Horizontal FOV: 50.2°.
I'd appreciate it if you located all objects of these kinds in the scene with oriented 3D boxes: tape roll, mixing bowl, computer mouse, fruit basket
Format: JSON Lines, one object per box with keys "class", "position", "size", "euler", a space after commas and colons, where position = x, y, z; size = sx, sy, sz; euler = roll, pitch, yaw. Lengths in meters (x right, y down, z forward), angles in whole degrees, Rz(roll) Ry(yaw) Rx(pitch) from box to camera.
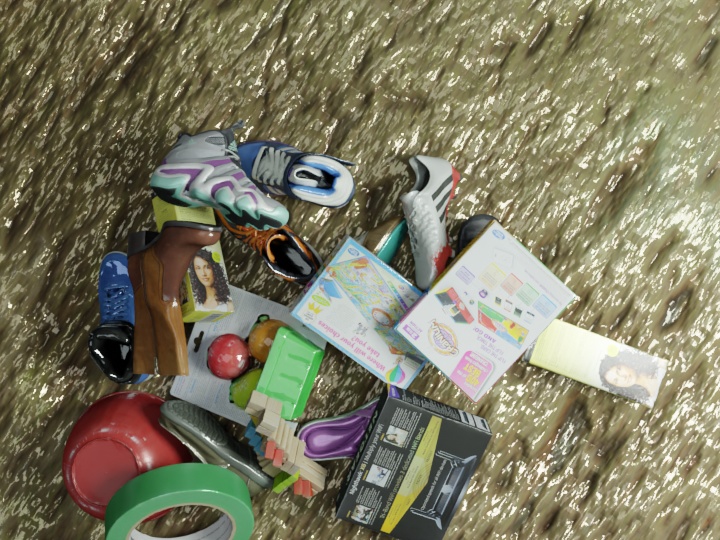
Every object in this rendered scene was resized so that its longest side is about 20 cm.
{"class": "tape roll", "position": [-0.250, 0.349, 1.067], "size": [0.200, 0.048, 0.201], "euler": [-10, 130, -12]}
{"class": "mixing bowl", "position": [-0.347, 0.280, 1.107], "size": [0.200, 0.108, 0.200], "euler": [0, 89, 3]}
{"class": "computer mouse", "position": [0.150, 0.021, 1.128], "size": [0.140, 0.046, 0.200], "euler": [-10, 99, -2]}
{"class": "fruit basket", "position": [-0.160, 0.131, 1.127], "size": [0.200, 0.094, 0.185], "euler": [19, 88, 19]}

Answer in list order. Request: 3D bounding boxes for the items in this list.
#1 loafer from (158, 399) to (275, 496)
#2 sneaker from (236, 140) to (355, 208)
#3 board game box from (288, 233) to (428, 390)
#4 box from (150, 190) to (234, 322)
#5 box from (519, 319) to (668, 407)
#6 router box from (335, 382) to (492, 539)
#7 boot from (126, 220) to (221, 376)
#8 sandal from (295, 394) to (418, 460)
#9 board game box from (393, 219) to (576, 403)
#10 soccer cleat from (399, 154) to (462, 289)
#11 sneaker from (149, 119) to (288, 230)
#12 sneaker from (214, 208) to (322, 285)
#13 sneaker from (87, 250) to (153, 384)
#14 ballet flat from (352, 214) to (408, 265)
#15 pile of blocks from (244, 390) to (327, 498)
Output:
{"class": "loafer", "position": [-0.216, 0.265, 1.106], "size": [0.200, 0.075, 0.070], "euler": [41, 97, -10]}
{"class": "sneaker", "position": [-0.103, -0.145, 1.091], "size": [0.200, 0.146, 0.081], "euler": [20, 89, 3]}
{"class": "board game box", "position": [0.020, 0.062, 1.075], "size": [0.200, 0.034, 0.134], "euler": [37, 94, -14]}
{"class": "box", "position": [-0.241, -0.027, 1.104], "size": [0.050, 0.075, 0.200], "euler": [-27, 71, 34]}
{"class": "box", "position": [0.327, 0.126, 1.097], "size": [0.200, 0.050, 0.075], "euler": [19, 88, -2]}
{"class": "router box", "position": [0.072, 0.279, 1.084], "size": [0.157, 0.052, 0.200], "euler": [22, 102, -6]}
{"class": "boot", "position": [-0.248, 0.040, 1.014], "size": [0.188, 0.068, 0.200], "euler": [-9, 81, 34]}
{"class": "sandal", "position": [0.004, 0.238, 1.121], "size": [0.203, 0.050, 0.083], "euler": [-19, 87, 1]}
{"class": "board game box", "position": [0.166, 0.055, 1.041], "size": [0.153, 0.040, 0.200], "euler": [43, 92, -1]}
{"class": "soccer cleat", "position": [0.091, -0.072, 1.098], "size": [0.085, 0.069, 0.200], "euler": [19, 72, -25]}
{"class": "sneaker", "position": [-0.176, -0.143, 1.059], "size": [0.200, 0.078, 0.140], "euler": [18, 71, 6]}
{"class": "sneaker", "position": [-0.134, -0.056, 1.107], "size": [0.200, 0.112, 0.078], "euler": [37, 90, 3]}
{"class": "sneaker", "position": [-0.348, 0.067, 1.112], "size": [0.077, 0.111, 0.200], "euler": [-9, 87, 2]}
{"class": "ballet flat", "position": [0.000, 0.000, 1.131], "size": [0.072, 0.068, 0.200], "euler": [24, 93, 22]}
{"class": "pile of blocks", "position": [-0.119, 0.260, 1.070], "size": [0.082, 0.062, 0.200], "euler": [-18, 120, 17]}
